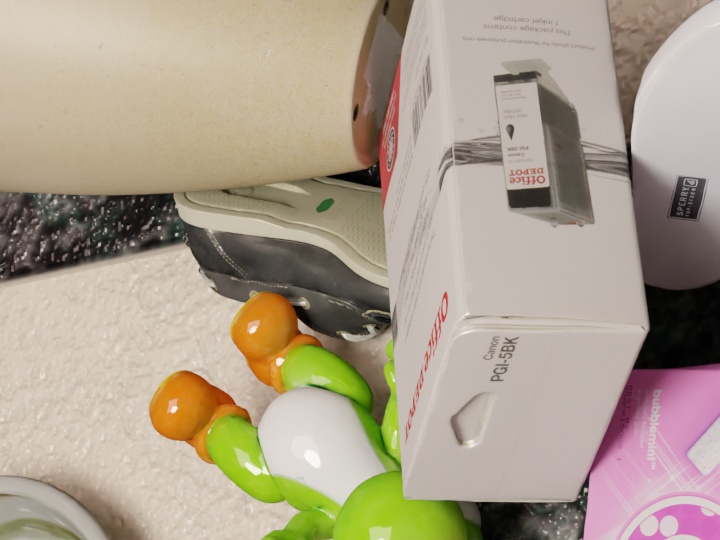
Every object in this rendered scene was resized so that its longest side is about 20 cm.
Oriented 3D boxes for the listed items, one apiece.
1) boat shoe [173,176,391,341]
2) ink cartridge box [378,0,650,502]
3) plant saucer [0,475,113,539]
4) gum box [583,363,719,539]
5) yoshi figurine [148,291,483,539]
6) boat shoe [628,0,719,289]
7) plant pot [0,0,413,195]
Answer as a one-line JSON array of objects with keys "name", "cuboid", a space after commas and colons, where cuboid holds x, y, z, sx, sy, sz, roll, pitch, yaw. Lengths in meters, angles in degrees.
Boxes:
[{"name": "boat shoe", "cuboid": [0.000, 0.000, 1.353, 0.200, 0.072, 0.068, 16, 126, 30]}, {"name": "ink cartridge box", "cuboid": [0.063, -0.018, 1.216, 0.147, 0.083, 0.200, 105, 164, -54]}, {"name": "plant saucer", "cuboid": [-0.179, 0.207, 1.428, 0.200, 0.050, 0.201, -9, 75, 34]}, {"name": "gum box", "cuboid": [0.158, 0.134, 1.193, 0.113, 0.066, 0.201, -2, 78, 36]}, {"name": "yoshi figurine", "cuboid": [-0.008, 0.093, 1.277, 0.200, 0.112, 0.113, 40, 127, 30]}, {"name": "boat shoe", "cuboid": [0.151, -0.069, 1.189, 0.071, 0.200, 0.068, 8, 59, 2]}, {"name": "plant pot", "cuboid": [-0.081, -0.114, 1.340, 0.199, 0.187, 0.188, 11, 85, 17]}]
